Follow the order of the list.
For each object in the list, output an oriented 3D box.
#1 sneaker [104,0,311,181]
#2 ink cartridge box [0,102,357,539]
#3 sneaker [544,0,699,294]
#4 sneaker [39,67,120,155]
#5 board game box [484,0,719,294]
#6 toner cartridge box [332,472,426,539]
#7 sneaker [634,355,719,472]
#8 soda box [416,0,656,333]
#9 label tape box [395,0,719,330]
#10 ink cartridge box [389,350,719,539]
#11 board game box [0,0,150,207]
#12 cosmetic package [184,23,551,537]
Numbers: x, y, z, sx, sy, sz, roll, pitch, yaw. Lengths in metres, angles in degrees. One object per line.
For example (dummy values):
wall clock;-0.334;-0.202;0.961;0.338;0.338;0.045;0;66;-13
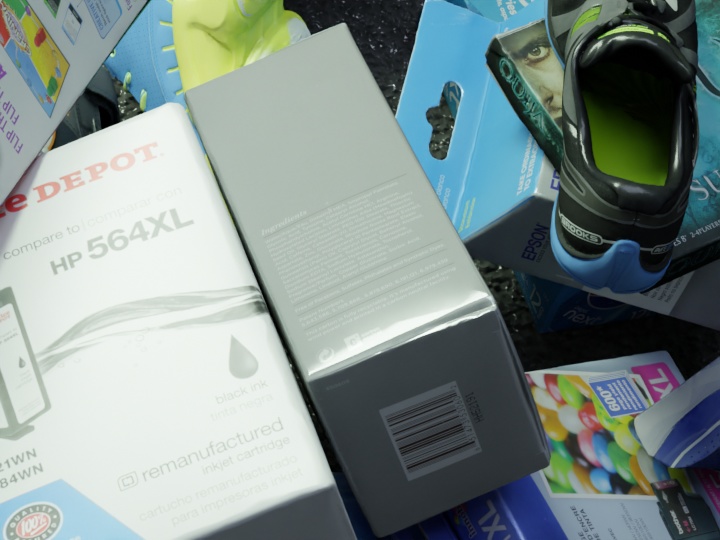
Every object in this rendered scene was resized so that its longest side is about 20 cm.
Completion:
sneaker;-0.074;-0.085;1.175;0.076;0.105;0.200;-5;95;-53
ink cartridge box;-0.102;0.050;0.979;0.146;0.084;0.200;-22;56;-3
sneaker;0.118;-0.087;1.039;0.071;0.083;0.200;9;56;-7
sneaker;-0.144;-0.063;1.152;0.079;0.078;0.200;-27;64;-22
board game box;0.173;-0.083;1.118;0.200;0.028;0.135;-23;67;-25
toner cartridge box;-0.021;0.138;1.064;0.200;0.043;0.095;2;53;-13
sneaker;0.223;0.081;1.119;0.199;0.081;0.115;-5;61;-52
soda box;0.095;-0.070;1.227;0.068;0.064;0.200;-8;58;-20
label tape box;0.119;-0.064;1.149;0.200;0.066;0.143;18;55;-4
ink cartridge box;0.094;0.101;1.074;0.200;0.042;0.119;-7;60;-44
board game box;-0.164;-0.117;0.978;0.040;0.153;0.200;-2;37;27
cosmetic package;0.000;0.000;1.023;0.090;0.107;0.200;-22;45;1
